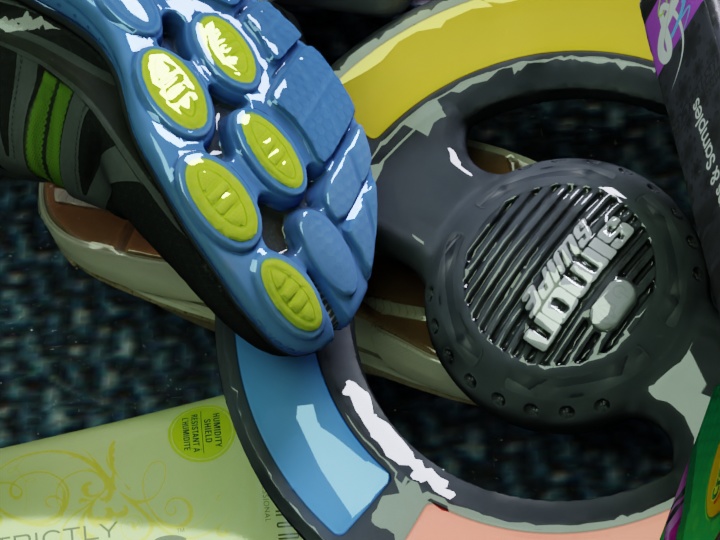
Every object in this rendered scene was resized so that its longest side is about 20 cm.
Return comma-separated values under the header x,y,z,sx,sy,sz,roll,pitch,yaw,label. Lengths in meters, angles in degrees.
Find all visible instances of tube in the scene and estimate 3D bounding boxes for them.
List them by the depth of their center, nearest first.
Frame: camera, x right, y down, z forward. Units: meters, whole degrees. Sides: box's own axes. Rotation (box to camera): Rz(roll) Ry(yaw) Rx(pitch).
x,y,z,sx,sy,sz,roll,pitch,yaw,label
-0.098,0.079,0.811,0.200,0.052,0.058,-10,107,7,tube

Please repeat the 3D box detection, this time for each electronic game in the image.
x,y,z,sx,sy,sz,roll,pitch,yaw,label
0.057,0.006,0.734,0.200,0.042,0.200,-4,68,10,electronic game

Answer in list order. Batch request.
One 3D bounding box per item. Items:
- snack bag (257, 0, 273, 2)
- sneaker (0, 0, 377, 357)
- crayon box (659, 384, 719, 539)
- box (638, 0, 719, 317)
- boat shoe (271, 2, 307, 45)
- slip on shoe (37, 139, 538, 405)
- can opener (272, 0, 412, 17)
x,y,z,sx,sy,sz,roll,pitch,yaw,label
-0.091,-0.148,0.783,0.200,0.021,0.189,-28,83,27,snack bag
-0.071,-0.051,0.746,0.200,0.083,0.071,44,49,14,sneaker
0.166,0.117,0.659,0.200,0.058,0.119,23,80,-6,crayon box
0.154,0.000,0.660,0.143,0.036,0.200,12,41,-17,box
-0.116,-0.089,0.872,0.200,0.067,0.074,4,69,18,boat shoe
0.000,0.000,0.806,0.200,0.061,0.076,11,70,13,slip on shoe
-0.070,-0.125,0.808,0.200,0.067,0.053,11,50,29,can opener
